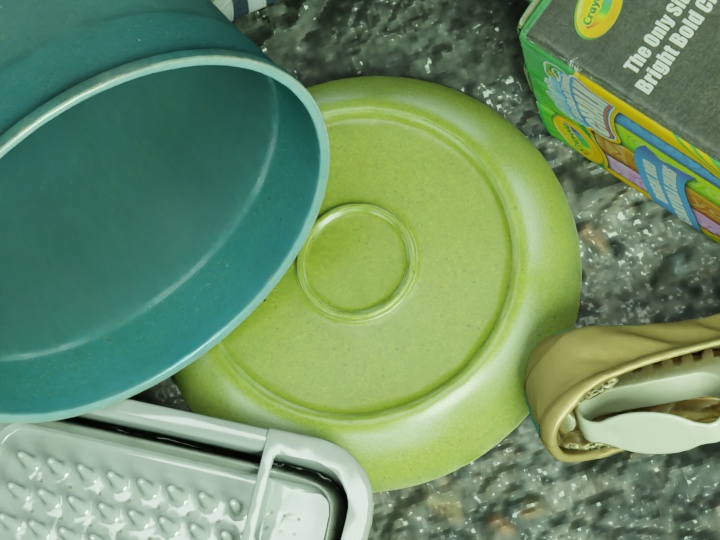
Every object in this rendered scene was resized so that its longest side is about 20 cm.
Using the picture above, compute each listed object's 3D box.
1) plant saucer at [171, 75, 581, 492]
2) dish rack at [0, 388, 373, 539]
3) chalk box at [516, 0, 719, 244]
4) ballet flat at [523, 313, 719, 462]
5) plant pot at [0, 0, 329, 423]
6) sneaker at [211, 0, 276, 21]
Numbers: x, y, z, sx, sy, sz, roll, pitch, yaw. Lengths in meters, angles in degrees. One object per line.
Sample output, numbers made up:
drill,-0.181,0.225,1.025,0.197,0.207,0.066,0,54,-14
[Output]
plant saucer,0.000,0.000,1.125,0.199,0.031,0.201,-3,73,9
dish rack,-0.101,0.146,1.089,0.199,0.044,0.172,11,76,13
chalk box,0.151,-0.101,1.084,0.200,0.124,0.125,36,82,19
ballet flat,0.169,0.049,1.060,0.199,0.069,0.063,-11,37,13
plant pot,-0.146,-0.070,1.072,0.200,0.200,0.188,-37,57,-3
sneaker,-0.046,-0.150,1.168,0.200,0.108,0.070,-32,70,31
